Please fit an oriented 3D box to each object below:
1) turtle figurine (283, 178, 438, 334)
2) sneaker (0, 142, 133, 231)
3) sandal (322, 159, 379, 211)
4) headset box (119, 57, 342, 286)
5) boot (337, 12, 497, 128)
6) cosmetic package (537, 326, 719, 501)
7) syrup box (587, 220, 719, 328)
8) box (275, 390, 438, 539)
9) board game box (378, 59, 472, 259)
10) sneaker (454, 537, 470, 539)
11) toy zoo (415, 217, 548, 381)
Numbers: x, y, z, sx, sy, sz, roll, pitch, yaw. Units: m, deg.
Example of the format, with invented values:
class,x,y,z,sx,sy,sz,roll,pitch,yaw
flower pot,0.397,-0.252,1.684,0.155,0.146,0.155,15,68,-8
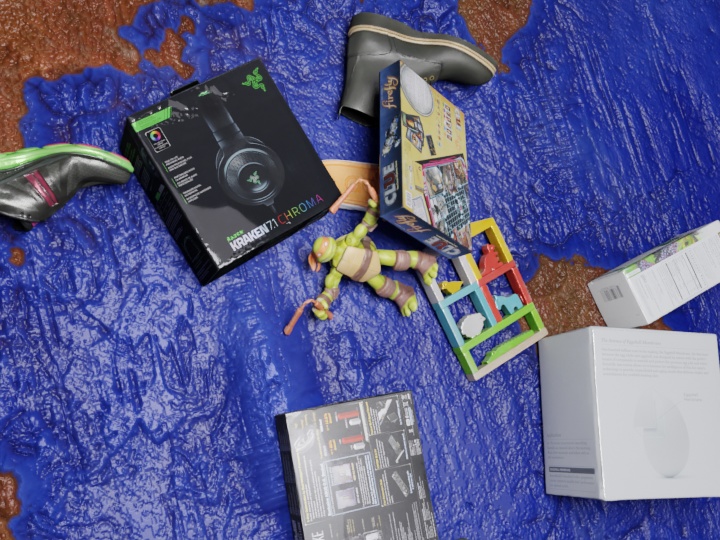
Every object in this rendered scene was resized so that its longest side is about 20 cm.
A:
class,x,y,z,sx,sy,sz,roll,pitch,yaw
turtle figurine,0.000,0.000,0.919,0.160,0.064,0.201,21,102,-26
sneaker,-0.337,-0.085,0.816,0.198,0.077,0.085,-12,100,-21
sandal,0.037,-0.105,0.968,0.205,0.059,0.080,1,78,-22
headset box,-0.148,-0.116,0.879,0.173,0.093,0.201,-31,90,-26
boot,0.070,-0.234,1.012,0.198,0.077,0.140,13,78,-6
cosmetic package,0.343,0.181,0.991,0.198,0.123,0.202,5,77,-21
syrup box,0.424,0.007,1.088,0.199,0.079,0.082,-25,87,-25
box,-0.002,0.247,0.877,0.156,0.050,0.202,-7,80,-23
board game box,0.077,-0.129,0.925,0.135,0.034,0.202,28,53,-42
sneaker,0.145,0.400,0.897,0.084,0.074,0.202,-12,91,-30
toy zoo,0.147,0.021,0.999,0.131,0.020,0.201,-26,92,-25
